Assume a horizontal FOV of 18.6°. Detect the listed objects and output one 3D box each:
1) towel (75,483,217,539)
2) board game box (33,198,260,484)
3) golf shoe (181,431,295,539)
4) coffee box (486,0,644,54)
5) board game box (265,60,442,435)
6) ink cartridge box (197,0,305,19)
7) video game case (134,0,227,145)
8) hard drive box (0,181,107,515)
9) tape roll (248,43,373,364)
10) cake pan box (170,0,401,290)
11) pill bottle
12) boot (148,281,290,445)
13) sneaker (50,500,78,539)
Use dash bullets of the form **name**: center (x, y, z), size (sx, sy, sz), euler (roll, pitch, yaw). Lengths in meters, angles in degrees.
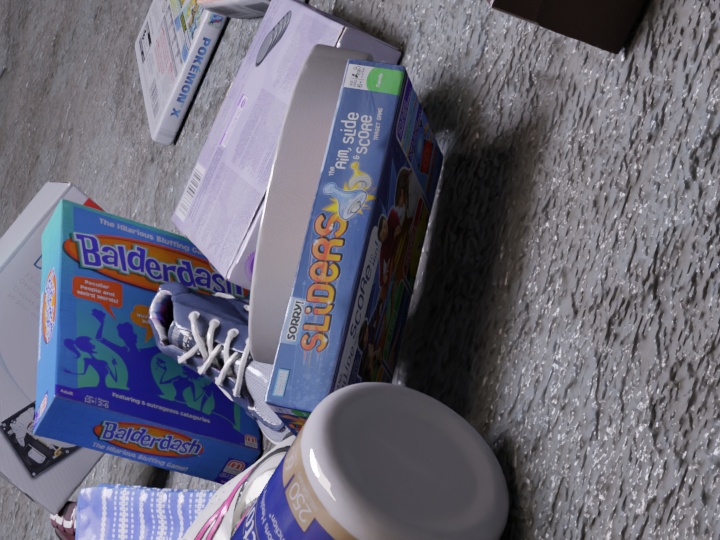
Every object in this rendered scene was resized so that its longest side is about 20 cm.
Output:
- **towel**: center (-0.139, 0.216, 1.483), size (0.200, 0.024, 0.145), euler (-4, 73, 48)
- **board game box**: center (-0.150, 0.049, 1.548), size (0.045, 0.152, 0.200), euler (-57, 26, 36)
- **golf shoe**: center (-0.080, 0.185, 1.379), size (0.200, 0.073, 0.092), euler (-47, 25, 28)
- **coffee box**: center (0.102, -0.212, 1.197), size (0.113, 0.080, 0.200), euler (-64, 22, 20)
- **board game box**: center (0.000, 0.000, 1.242), size (0.135, 0.034, 0.200), euler (61, -139, -68)
- **ink cartridge box**: center (-0.064, -0.302, 1.745), size (0.162, 0.050, 0.200), euler (-170, 93, -69)
- **video game case**: center (-0.154, -0.234, 1.965), size (0.200, 0.022, 0.182), euler (-107, 39, -58)
- **hard drive box**: center (-0.233, 0.057, 1.658), size (0.200, 0.156, 0.077), euler (-53, 17, -11)
- **tape roll**: center (-0.028, -0.038, 1.346), size (0.203, 0.037, 0.203), euler (11, -90, -85)
- **cake pan box**: center (-0.059, -0.087, 1.534), size (0.200, 0.052, 0.184), euler (-65, 19, 4)
- **pill bottle**: center (-0.014, 0.163, 1.159), size (0.116, 0.116, 0.200), euler (-97, 30, -47)
- **boot**: center (-0.082, 0.062, 1.448), size (0.073, 0.090, 0.200), euler (-70, 20, 8)
- **sneaker**: center (-0.189, 0.233, 1.621), size (0.200, 0.076, 0.116), euler (164, 117, -66)
